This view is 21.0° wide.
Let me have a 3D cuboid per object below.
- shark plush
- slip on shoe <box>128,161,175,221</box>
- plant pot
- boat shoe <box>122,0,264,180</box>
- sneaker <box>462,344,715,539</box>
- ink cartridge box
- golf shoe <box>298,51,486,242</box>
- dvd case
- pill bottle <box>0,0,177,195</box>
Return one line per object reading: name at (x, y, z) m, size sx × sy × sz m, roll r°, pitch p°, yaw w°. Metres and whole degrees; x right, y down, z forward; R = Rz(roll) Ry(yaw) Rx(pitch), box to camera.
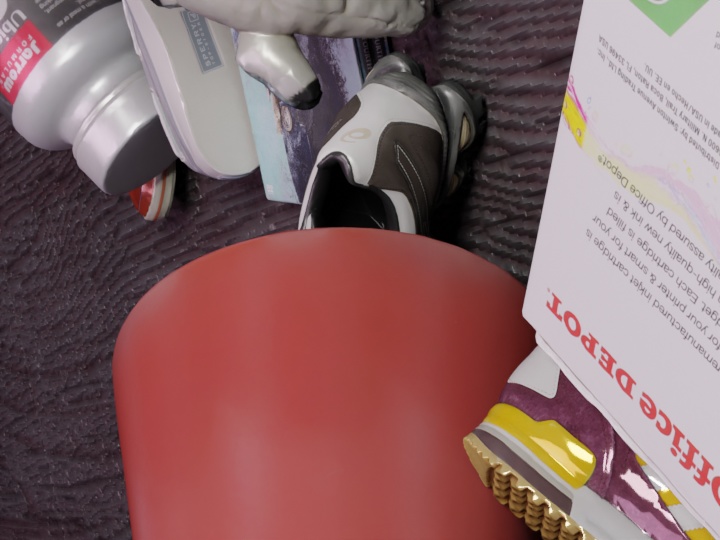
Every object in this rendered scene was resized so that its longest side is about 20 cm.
shark plush at (-0.067, -0.140, 0.854) m, size 0.083 × 0.200 × 0.091 m, roll -62°, pitch -15°, yaw -61°
slip on shoe at (-0.173, -0.107, 1.239) m, size 0.200 × 0.061 × 0.074 m, roll 58°, pitch 149°, yaw 27°
plant pot at (-0.010, 0.111, 0.816) m, size 0.201 × 0.200 × 0.178 m, roll 109°, pitch 163°, yaw -51°
boat shoe at (-0.101, -0.147, 1.070) m, size 0.068 × 0.072 × 0.200 m, roll -1°, pitch 113°, yaw 62°
sneaker at (0.138, 0.094, 0.717) m, size 0.200 × 0.090 × 0.075 m, roll 38°, pitch 169°, yaw 12°
ink cartridge box at (0.136, -0.026, 0.629) m, size 0.145 × 0.084 × 0.200 m, roll 50°, pitch 146°, yaw 40°
golf shoe at (0.000, 0.000, 0.896) m, size 0.078 × 0.094 × 0.200 m, roll 21°, pitch 131°, yaw 25°
dvd case at (-0.031, -0.130, 0.982) m, size 0.146 × 0.022 × 0.200 m, roll 12°, pitch 115°, yaw 62°
pill bottle at (-0.184, -0.142, 1.155) m, size 0.200 × 0.111 × 0.111 m, roll 47°, pitch 147°, yaw 14°
